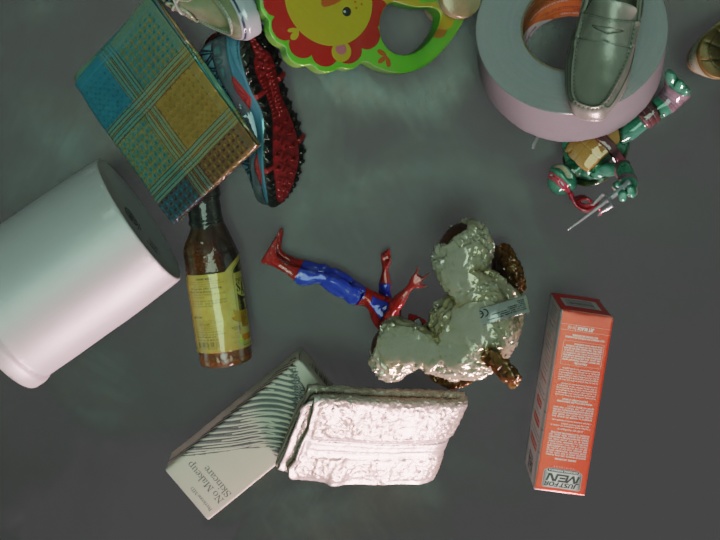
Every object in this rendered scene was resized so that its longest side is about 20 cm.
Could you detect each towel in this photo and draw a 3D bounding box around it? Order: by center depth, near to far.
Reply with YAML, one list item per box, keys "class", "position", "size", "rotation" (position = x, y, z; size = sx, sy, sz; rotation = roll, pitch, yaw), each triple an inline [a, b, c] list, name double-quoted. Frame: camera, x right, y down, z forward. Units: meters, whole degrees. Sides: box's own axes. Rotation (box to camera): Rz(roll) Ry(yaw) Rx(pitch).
- class: "towel"
  position: [-0.211, -0.172, 1.588]
  size: [0.146, 0.022, 0.201]
  rotation: [-39, 84, 25]
- class: "towel"
  position: [0.013, 0.182, 1.619]
  size: [0.198, 0.035, 0.133]
  rotation: [3, 130, -22]

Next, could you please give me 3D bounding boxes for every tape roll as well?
- class: "tape roll"
  position: [0.220, -0.239, 1.544]
  size: [0.198, 0.066, 0.202]
  rotation: [-3, 67, 6]

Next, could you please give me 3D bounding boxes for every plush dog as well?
- class: "plush dog"
  position: [0.127, 0.060, 1.588]
  size: [0.160, 0.172, 0.201]
  rotation: [36, 103, 14]

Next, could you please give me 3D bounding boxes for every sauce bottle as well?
- class: "sauce bottle"
  position: [-0.162, 0.005, 1.633]
  size: [0.065, 0.066, 0.202]
  rotation: [-6, 101, 2]

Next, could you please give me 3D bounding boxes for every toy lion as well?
- class: "toy lion"
  position: [-0.002, -0.278, 1.527]
  size: [0.200, 0.069, 0.192]
  rotation: [40, 82, -14]

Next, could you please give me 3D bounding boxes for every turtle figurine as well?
- class: "turtle figurine"
  position: [0.254, -0.144, 1.587]
  size: [0.150, 0.101, 0.200]
  rotation: [42, 88, 9]

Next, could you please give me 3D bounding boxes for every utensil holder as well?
- class: "utensil holder"
  position: [-0.318, 0.000, 1.585]
  size: [0.199, 0.170, 0.171]
  rotation: [-35, 97, 4]

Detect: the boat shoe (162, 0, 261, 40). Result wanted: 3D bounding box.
- class: "boat shoe"
  position: [-0.180, -0.294, 1.543]
  size: [0.062, 0.072, 0.200]
  rotation: [-32, 54, -25]

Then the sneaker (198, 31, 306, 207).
- class: "sneaker"
  position: [-0.123, -0.168, 1.613]
  size: [0.095, 0.079, 0.202]
  rotation: [4, 115, 35]

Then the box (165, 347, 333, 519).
- class: "box"
  position: [-0.119, 0.183, 1.660]
  size: [0.200, 0.068, 0.082]
  rotation: [-41, 98, 6]

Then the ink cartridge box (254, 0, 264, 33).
- class: "ink cartridge box"
  position: [-0.051, -0.339, 1.585]
  size: [0.108, 0.050, 0.201]
  rotation: [31, 99, -4]

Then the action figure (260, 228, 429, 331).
- class: "action figure"
  position: [0.000, 0.000, 1.630]
  size: [0.199, 0.065, 0.099]
  rotation: [32, 107, -4]

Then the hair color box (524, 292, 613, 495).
- class: "hair color box"
  position: [0.229, 0.135, 1.633]
  size: [0.061, 0.102, 0.202]
  rotation: [8, 100, -1]

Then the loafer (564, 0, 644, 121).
- class: "loafer"
  position: [0.244, -0.245, 1.470]
  size: [0.069, 0.070, 0.202]
  rotation: [9, 70, 11]

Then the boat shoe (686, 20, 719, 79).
- class: "boat shoe"
  position: [0.438, -0.265, 1.584]
  size: [0.198, 0.066, 0.075]
  rotation: [-23, 98, -9]
